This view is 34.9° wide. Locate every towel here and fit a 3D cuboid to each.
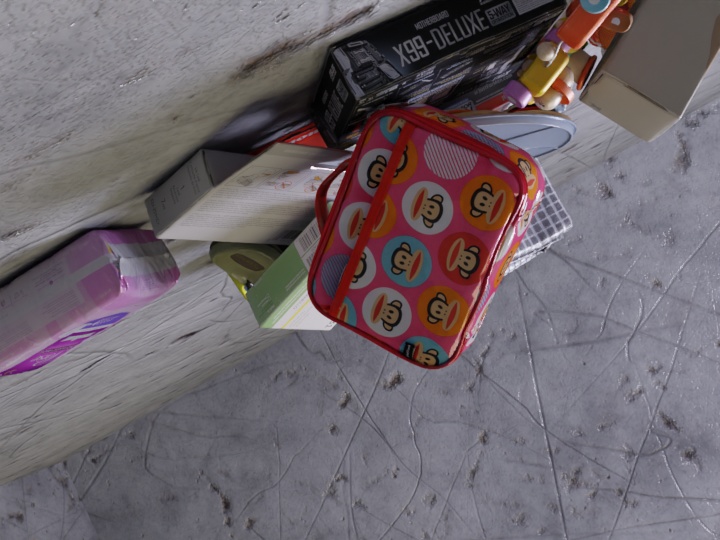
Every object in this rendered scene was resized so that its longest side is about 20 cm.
[{"bbox_3d":[0.159,-0.094,1.447,0.165,0.201,0.086,-25,173,-34],"label":"towel"}]

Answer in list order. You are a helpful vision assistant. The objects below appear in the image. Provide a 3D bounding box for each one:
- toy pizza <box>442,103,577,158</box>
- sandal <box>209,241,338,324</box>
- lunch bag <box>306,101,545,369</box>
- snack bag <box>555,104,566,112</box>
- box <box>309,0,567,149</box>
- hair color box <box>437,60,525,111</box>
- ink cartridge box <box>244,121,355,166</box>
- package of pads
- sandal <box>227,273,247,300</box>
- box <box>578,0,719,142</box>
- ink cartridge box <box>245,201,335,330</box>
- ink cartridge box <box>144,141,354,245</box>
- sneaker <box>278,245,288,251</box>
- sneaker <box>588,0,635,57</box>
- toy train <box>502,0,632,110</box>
[{"bbox_3d":[0.105,-0.128,1.089,0.199,0.032,0.200,-6,173,-1],"label":"toy pizza"},{"bbox_3d":[-0.084,0.022,1.223,0.080,0.058,0.201,-28,142,32],"label":"sandal"},{"bbox_3d":[0.042,-0.036,0.960,0.082,0.176,0.201,-29,143,-63],"label":"lunch bag"},{"bbox_3d":[0.200,-0.164,1.309,0.189,0.021,0.201,127,-15,-79],"label":"snack bag"},{"bbox_3d":[0.061,-0.179,0.979,0.199,0.050,0.158,-26,175,-12],"label":"box"},{"bbox_3d":[0.125,-0.177,1.232,0.110,0.064,0.200,-26,173,1],"label":"hair color box"},{"bbox_3d":[-0.067,-0.095,1.150,0.162,0.050,0.200,-26,178,-13],"label":"ink cartridge box"},{"bbox_3d":[-0.287,0.031,1.117,0.199,0.076,0.120,-29,172,17],"label":"package of pads"},{"bbox_3d":[-0.115,-0.017,1.543,0.087,0.080,0.200,-33,-179,22],"label":"sandal"},{"bbox_3d":[0.278,-0.222,0.996,0.201,0.078,0.095,-59,179,-6],"label":"box"},{"bbox_3d":[0.000,0.000,1.162,0.199,0.048,0.146,6,136,-48],"label":"ink cartridge box"},{"bbox_3d":[-0.066,-0.081,1.047,0.176,0.045,0.199,-33,157,36],"label":"ink cartridge box"},{"bbox_3d":[-0.057,-0.042,1.308,0.077,0.076,0.200,-21,-164,-32],"label":"sneaker"},{"bbox_3d":[0.261,-0.257,1.136,0.073,0.078,0.200,-10,-166,8],"label":"sneaker"},{"bbox_3d":[0.188,-0.194,0.950,0.150,0.056,0.200,-51,180,22],"label":"toy train"}]
